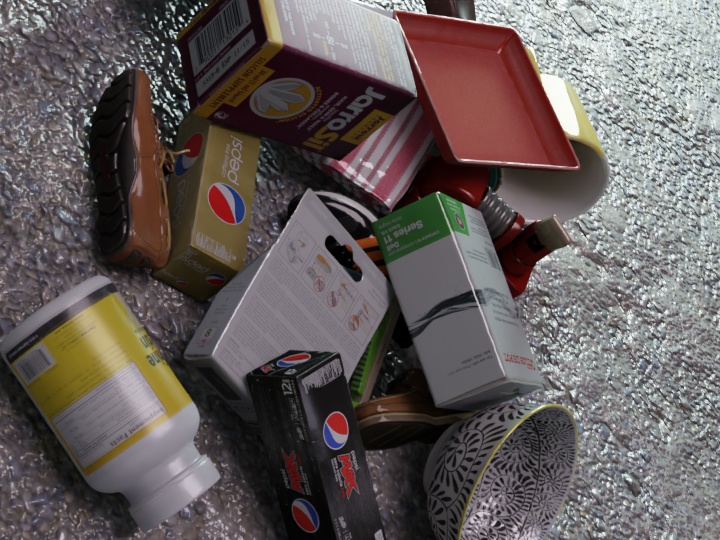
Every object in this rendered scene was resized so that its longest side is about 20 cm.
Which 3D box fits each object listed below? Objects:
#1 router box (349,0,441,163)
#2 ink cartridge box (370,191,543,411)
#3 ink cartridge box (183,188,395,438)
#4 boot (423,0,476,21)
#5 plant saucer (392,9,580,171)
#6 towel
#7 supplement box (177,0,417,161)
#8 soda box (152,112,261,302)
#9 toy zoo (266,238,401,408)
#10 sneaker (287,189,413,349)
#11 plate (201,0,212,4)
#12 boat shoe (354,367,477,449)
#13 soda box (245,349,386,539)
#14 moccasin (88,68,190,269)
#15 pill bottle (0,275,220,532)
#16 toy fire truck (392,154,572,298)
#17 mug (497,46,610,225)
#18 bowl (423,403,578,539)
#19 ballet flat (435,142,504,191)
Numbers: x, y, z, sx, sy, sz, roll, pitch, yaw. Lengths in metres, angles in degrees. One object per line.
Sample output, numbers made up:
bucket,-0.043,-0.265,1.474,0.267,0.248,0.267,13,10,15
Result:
router box,0.019,-0.214,1.809,0.178,0.049,0.202,8,59,-42
ink cartridge box,0.100,0.036,1.575,0.146,0.083,0.202,19,50,-67
ink cartridge box,-0.063,0.051,1.475,0.163,0.057,0.201,49,52,-34
boot,0.119,-0.288,1.856,0.072,0.201,0.167,-12,45,-5
plant saucer,0.132,-0.189,1.729,0.198,0.037,0.201,0,58,-41
towel,-0.018,-0.165,1.692,0.199,0.030,0.147,35,58,-2
supplement box,-0.064,-0.203,1.555,0.199,0.131,0.104,14,51,-40
soda box,-0.148,-0.074,1.532,0.064,0.068,0.201,30,46,-29
toy zoo,-0.051,0.052,1.516,0.199,0.020,0.132,22,86,-39
sneaker,0.000,0.000,1.630,0.200,0.070,0.090,41,39,-21
plate,-0.146,-0.286,1.635,0.199,0.026,0.200,27,7,-3
boat shoe,0.049,0.139,1.593,0.199,0.072,0.069,9,58,-55
soda box,-0.038,0.176,1.416,0.063,0.070,0.202,-26,108,-44
moccasin,-0.209,-0.098,1.483,0.077,0.073,0.203,18,51,-45
pill bottle,-0.206,0.114,1.313,0.201,0.112,0.112,56,40,-1
toy fire truck,0.144,-0.052,1.710,0.176,0.200,0.129,44,41,-14
mug,0.228,-0.173,1.905,0.148,0.187,0.154,12,45,-16
bowl,0.125,0.210,1.573,0.094,0.203,0.200,25,24,35
ballet flat,0.105,-0.180,1.781,0.201,0.075,0.064,54,32,-6
